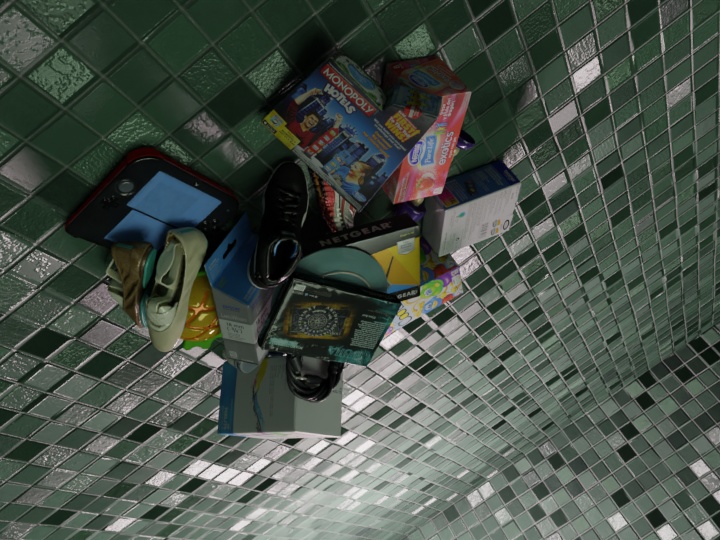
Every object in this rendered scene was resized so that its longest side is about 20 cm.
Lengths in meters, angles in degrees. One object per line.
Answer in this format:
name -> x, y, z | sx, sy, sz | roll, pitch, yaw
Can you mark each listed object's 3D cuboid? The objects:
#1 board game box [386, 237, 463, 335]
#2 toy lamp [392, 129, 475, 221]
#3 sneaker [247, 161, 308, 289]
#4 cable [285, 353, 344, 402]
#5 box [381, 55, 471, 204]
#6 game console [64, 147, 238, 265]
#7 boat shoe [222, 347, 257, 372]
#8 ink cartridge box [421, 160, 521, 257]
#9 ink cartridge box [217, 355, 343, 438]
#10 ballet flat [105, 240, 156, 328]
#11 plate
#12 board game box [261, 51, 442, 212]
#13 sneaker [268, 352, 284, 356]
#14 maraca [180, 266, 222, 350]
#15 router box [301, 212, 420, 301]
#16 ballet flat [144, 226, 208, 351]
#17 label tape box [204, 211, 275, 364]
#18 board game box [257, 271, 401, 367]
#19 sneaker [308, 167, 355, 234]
board game box -> 0.091, 0.030, 1.346 | 0.200, 0.105, 0.103 | -29, 145, -6
toy lamp -> 0.122, -0.159, 1.180 | 0.058, 0.058, 0.200 | 5, 129, -41
sneaker -> -0.107, -0.068, 0.984 | 0.073, 0.112, 0.200 | 15, 85, -21
cable -> -0.070, 0.147, 1.245 | 0.200, 0.051, 0.163 | -44, 121, -52
box -> 0.085, -0.216, 1.040 | 0.094, 0.103, 0.200 | -14, 143, -22
game console -> -0.294, -0.081, 0.974 | 0.177, 0.031, 0.200 | -43, 144, 15
boat shoe -> -0.183, 0.096, 1.246 | 0.202, 0.086, 0.075 | -51, 148, -25
ink cartridge box -> 0.223, -0.122, 1.284 | 0.200, 0.076, 0.137 | -20, 144, -15
ink cartridge box -> -0.156, 0.253, 1.320 | 0.200, 0.146, 0.147 | -11, 158, 34
ballet flat -> -0.349, 0.018, 1.015 | 0.072, 0.068, 0.200 | 19, 146, -3
plate -> -0.046, 0.054, 1.082 | 0.200, 0.026, 0.201 | -11, 124, -16
board game box -> 0.003, -0.207, 0.928 | 0.200, 0.062, 0.200 | -31, 119, 35
sneaker -> -0.125, 0.109, 1.321 | 0.199, 0.071, 0.083 | -17, 124, -19
maraca -> -0.264, 0.068, 1.113 | 0.137, 0.107, 0.200 | -25, 145, -11
router box -> 0.000, 0.000, 1.118 | 0.200, 0.051, 0.149 | -16, 127, -15
ballet flat -> -0.287, 0.029, 0.994 | 0.069, 0.069, 0.200 | 10, 101, -44
label tape box -> -0.173, 0.030, 1.075 | 0.063, 0.144, 0.200 | 10, 132, 15
board game box -> -0.048, 0.082, 1.065 | 0.200, 0.028, 0.135 | 15, 115, -30
sneaker -> -0.023, -0.115, 1.101 | 0.082, 0.078, 0.200 | -26, 145, -11
